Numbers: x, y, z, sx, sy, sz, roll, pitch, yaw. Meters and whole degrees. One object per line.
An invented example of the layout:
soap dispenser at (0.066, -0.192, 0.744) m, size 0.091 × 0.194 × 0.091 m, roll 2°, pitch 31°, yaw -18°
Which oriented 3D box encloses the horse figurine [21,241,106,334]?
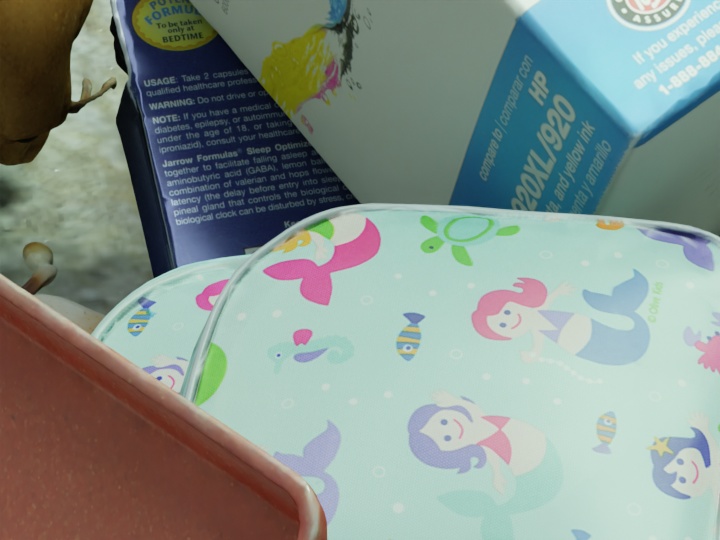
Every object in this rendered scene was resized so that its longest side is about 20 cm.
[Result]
horse figurine at (-0.089, 0.024, 0.851) m, size 0.199 × 0.050 × 0.133 m, roll 7°, pitch 32°, yaw 10°

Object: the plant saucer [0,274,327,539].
plant saucer at (-0.096, 0.097, 0.624) m, size 0.200 × 0.201 × 0.037 m, roll 30°, pitch 15°, yaw 38°

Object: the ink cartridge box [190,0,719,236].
ink cartridge box at (0.047, -0.108, 0.771) m, size 0.147 × 0.145 × 0.200 m, roll -34°, pitch 72°, yaw -23°

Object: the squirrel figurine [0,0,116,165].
squirrel figurine at (-0.153, -0.125, 0.923) m, size 0.141 × 0.201 × 0.186 m, roll -8°, pitch 8°, yaw -26°

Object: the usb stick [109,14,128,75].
usb stick at (0.003, -0.025, 0.864) m, size 0.055 × 0.033 × 0.200 m, roll -45°, pitch 78°, yaw -6°

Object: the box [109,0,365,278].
box at (0.000, 0.000, 0.813) m, size 0.120 × 0.032 × 0.201 m, roll -8°, pitch 69°, yaw -16°

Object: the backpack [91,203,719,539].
backpack at (0.012, 0.075, 0.677) m, size 0.199 × 0.151 × 0.178 m, roll 4°, pitch 54°, yaw 14°
